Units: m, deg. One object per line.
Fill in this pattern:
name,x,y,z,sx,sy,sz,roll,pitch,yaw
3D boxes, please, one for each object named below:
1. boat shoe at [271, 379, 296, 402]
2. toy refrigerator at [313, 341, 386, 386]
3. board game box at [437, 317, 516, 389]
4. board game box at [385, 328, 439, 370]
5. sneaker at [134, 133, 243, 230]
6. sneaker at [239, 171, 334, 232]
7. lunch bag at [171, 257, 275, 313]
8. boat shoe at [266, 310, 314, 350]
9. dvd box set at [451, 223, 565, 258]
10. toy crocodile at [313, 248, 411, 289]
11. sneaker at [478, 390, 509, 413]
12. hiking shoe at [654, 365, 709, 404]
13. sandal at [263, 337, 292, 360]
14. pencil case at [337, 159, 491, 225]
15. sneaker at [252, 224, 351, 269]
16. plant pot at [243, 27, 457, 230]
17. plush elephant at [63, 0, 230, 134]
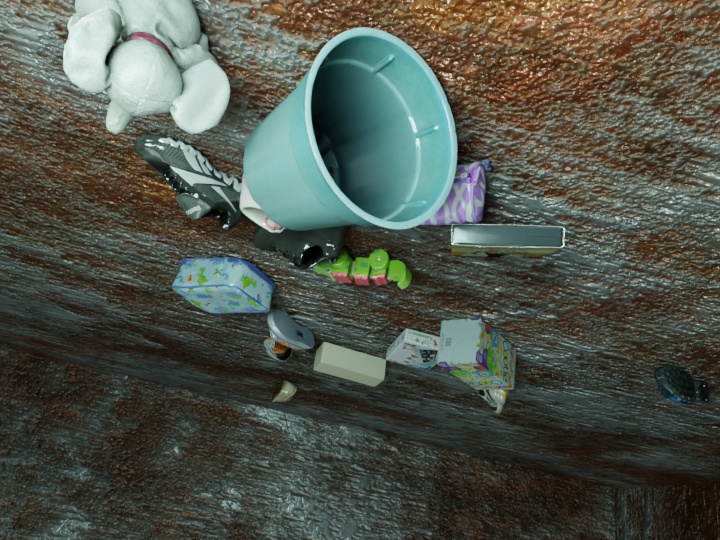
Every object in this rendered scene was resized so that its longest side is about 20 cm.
boat shoe,-0.299,0.484,2.194,0.068,0.075,0.200,23,153,-12
toy refrigerator,-0.030,0.273,1.636,0.197,0.071,0.076,18,148,-14
board game box,0.273,0.198,1.296,0.102,0.107,0.199,-9,149,36
board game box,0.149,0.209,1.458,0.124,0.035,0.200,15,155,-6
sneaker,-0.255,-0.127,0.850,0.066,0.092,0.199,-14,145,42
sneaker,-0.085,-0.095,0.831,0.197,0.106,0.075,15,154,-10
lunch bag,-0.297,0.037,1.229,0.197,0.084,0.161,-3,151,29
boat shoe,-0.204,0.165,1.466,0.085,0.076,0.202,-18,152,19
dvd box set,0.203,-0.039,0.810,0.143,0.030,0.200,2,177,9
toy crocodile,0.000,0.000,1.045,0.196,0.063,0.068,4,155,17
sneaker,0.392,0.360,1.654,0.086,0.076,0.201,20,156,19
hiking shoe,0.728,0.276,1.300,0.198,0.076,0.086,27,151,-30
sandal,-0.234,0.230,1.639,0.078,0.060,0.206,22,154,-21
pencil case,0.074,-0.105,0.759,0.197,0.086,0.085,1,164,23
sneaker,-0.112,-0.047,0.960,0.197,0.092,0.076,-5,153,34
plant pot,-0.028,-0.134,0.638,0.199,0.203,0.195,28,159,-32
plush elephant,-0.221,-0.211,0.575,0.163,0.157,0.199,27,152,-31
